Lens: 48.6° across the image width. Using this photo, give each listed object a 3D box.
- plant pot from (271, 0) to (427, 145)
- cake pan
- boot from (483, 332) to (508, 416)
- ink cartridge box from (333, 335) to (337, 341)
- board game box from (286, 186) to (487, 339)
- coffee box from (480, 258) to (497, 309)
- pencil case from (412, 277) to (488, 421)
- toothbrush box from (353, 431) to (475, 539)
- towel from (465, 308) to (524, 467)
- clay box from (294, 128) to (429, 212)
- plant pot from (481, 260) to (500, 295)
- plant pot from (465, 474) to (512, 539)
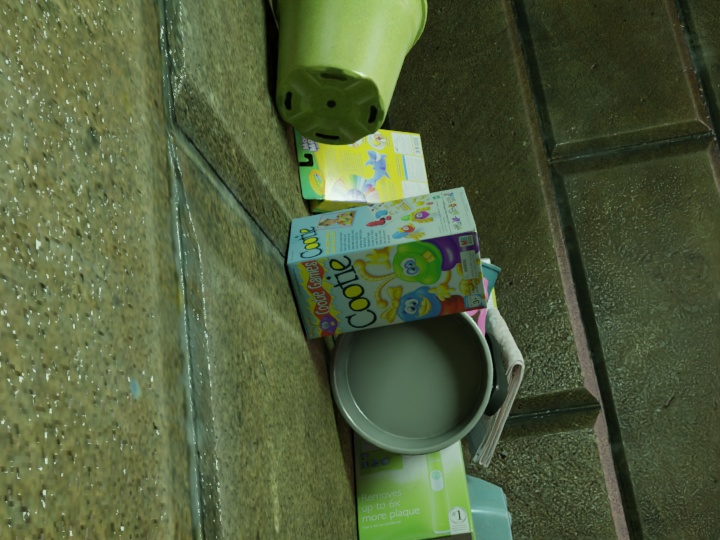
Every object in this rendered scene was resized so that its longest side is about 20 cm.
[{"bbox_3d":[-0.025,-0.263,0.974,0.200,0.200,0.184,72,21,-54],"label":"plant pot"},{"bbox_3d":[0.063,0.125,0.986,0.037,0.200,0.201,18,63,-80],"label":"cake pan"},{"bbox_3d":[0.128,0.119,1.184,0.079,0.158,0.211,-61,-170,14],"label":"boot"},{"bbox_3d":[0.007,0.009,1.063,0.067,0.116,0.200,-89,168,-58],"label":"ink cartridge box"},{"bbox_3d":[0.029,-0.008,0.888,0.105,0.200,0.103,-92,170,-59],"label":"board game box"},{"bbox_3d":[0.139,0.097,1.544,0.200,0.200,0.198,145,-63,-76],"label":"coffee box"},{"bbox_3d":[0.109,0.102,1.038,0.094,0.091,0.200,7,86,-40],"label":"pencil case"},{"bbox_3d":[0.071,0.289,1.078,0.200,0.145,0.086,-93,171,-45],"label":"toothbrush box"},{"bbox_3d":[0.202,0.181,1.275,0.200,0.032,0.191,-99,-156,-69],"label":"towel"},{"bbox_3d":[-0.003,-0.137,1.095,0.048,0.200,0.115,-32,-118,56],"label":"clay box"},{"bbox_3d":[0.116,0.062,1.347,0.200,0.200,0.188,22,83,-83],"label":"plant pot"},{"bbox_3d":[0.134,0.417,1.220,0.196,0.200,0.197,-35,116,-84],"label":"plant pot"}]
